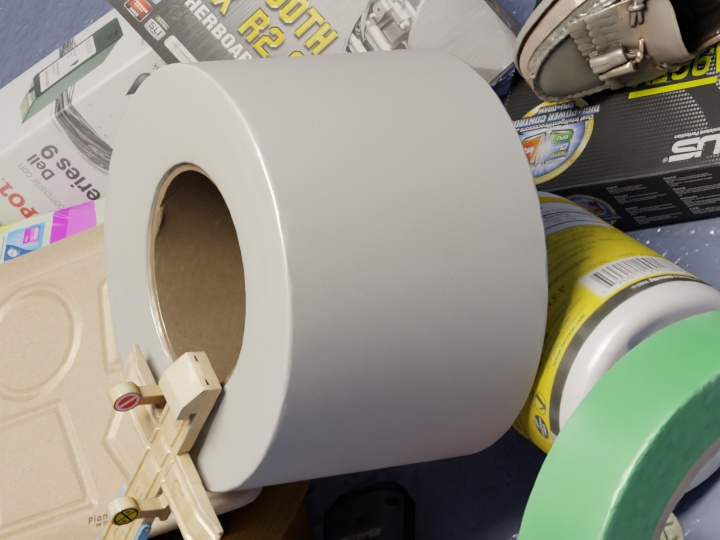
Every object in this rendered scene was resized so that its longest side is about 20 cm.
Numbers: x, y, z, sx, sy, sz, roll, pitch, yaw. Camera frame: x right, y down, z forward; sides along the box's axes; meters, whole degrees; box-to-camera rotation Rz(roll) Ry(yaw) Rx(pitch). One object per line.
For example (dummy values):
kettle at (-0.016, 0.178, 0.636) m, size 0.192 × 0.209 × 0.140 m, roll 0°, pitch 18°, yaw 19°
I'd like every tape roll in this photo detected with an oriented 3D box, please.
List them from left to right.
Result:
tape roll at (-0.020, -0.003, 1.196) m, size 0.202 × 0.138 × 0.204 m, roll 22°, pitch 115°, yaw 58°
tape roll at (0.153, 0.118, 1.032) m, size 0.048 × 0.200 × 0.201 m, roll 23°, pitch 73°, yaw 51°

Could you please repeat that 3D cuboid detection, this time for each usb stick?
usb stick at (0.002, 0.194, 1.250) m, size 0.055 × 0.033 × 0.201 m, roll -25°, pitch 41°, yaw 27°

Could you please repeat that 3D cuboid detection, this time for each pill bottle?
pill bottle at (0.099, 0.026, 1.245) m, size 0.111 × 0.111 × 0.200 m, roll -49°, pitch 36°, yaw -3°

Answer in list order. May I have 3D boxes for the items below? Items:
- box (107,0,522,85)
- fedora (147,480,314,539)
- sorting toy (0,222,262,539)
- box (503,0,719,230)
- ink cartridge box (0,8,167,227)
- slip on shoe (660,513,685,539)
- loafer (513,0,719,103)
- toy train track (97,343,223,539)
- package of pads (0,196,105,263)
box at (-0.028, -0.147, 1.395) m, size 0.158 × 0.200 × 0.048 m, roll -40°, pitch 10°, yaw 15°
fedora at (-0.082, 0.142, 1.332) m, size 0.200 × 0.082 × 0.201 m, roll -26°, pitch 35°, yaw 20°
sorting toy at (-0.134, 0.062, 1.329) m, size 0.184 × 0.036 × 0.201 m, roll -20°, pitch 56°, yaw 23°
box at (0.169, -0.101, 1.348) m, size 0.199 × 0.044 × 0.161 m, roll -8°, pitch 51°, yaw 40°
ink cartridge box at (-0.122, -0.079, 1.522) m, size 0.200 × 0.146 × 0.084 m, roll -33°, pitch 32°, yaw 19°
slip on shoe at (0.088, 0.195, 1.148) m, size 0.201 × 0.074 × 0.061 m, roll -64°, pitch 5°, yaw -13°
loafer at (0.170, -0.142, 1.295) m, size 0.199 × 0.072 × 0.063 m, roll -32°, pitch 47°, yaw 14°
toy train track at (-0.117, 0.115, 1.200) m, size 0.115 × 0.032 × 0.200 m, roll 61°, pitch 139°, yaw 35°
package of pads at (-0.214, 0.046, 1.460) m, size 0.199 × 0.068 × 0.155 m, roll -16°, pitch 40°, yaw 12°
